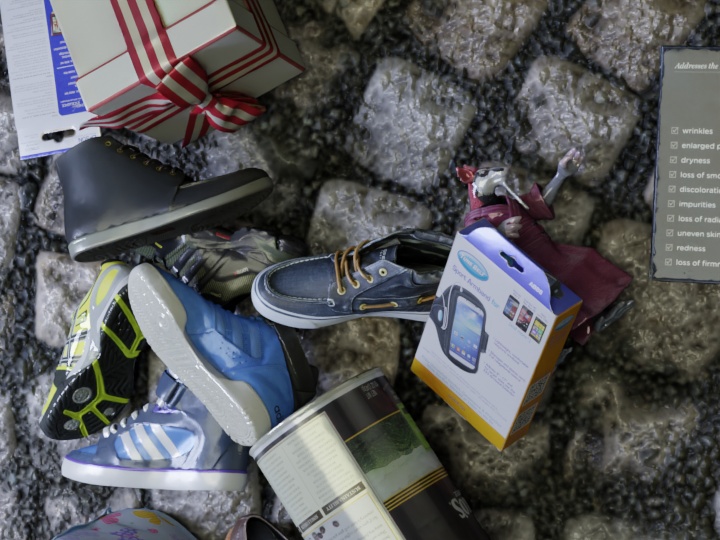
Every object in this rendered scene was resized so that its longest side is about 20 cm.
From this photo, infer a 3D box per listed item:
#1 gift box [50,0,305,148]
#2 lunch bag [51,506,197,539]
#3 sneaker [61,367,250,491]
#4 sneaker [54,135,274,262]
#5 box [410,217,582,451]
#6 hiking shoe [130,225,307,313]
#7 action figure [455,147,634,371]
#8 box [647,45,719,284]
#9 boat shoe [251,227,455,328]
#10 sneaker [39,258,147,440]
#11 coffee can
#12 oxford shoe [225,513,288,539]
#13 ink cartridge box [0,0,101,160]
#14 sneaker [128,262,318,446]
[{"bbox_3d":[-0.180,-0.218,1.500,0.200,0.184,0.187,-29,73,20],"label":"gift box"},{"bbox_3d":[-0.207,0.320,1.519,0.200,0.170,0.127,45,105,9],"label":"lunch bag"},{"bbox_3d":[-0.194,0.138,1.564,0.199,0.081,0.147,1,83,21],"label":"sneaker"},{"bbox_3d":[-0.186,-0.086,1.483,0.199,0.075,0.107,-16,80,2],"label":"sneaker"},{"bbox_3d":[0.117,0.049,1.390,0.119,0.041,0.200,42,137,25],"label":"box"},{"bbox_3d":[-0.154,0.001,1.544,0.199,0.076,0.101,9,91,17],"label":"hiking shoe"},{"bbox_3d":[0.151,-0.017,1.450,0.200,0.134,0.149,52,141,18],"label":"action figure"},{"bbox_3d":[0.353,-0.086,1.352,0.199,0.124,0.197,4,94,18],"label":"box"},{"bbox_3d":[0.000,0.000,1.456,0.200,0.091,0.071,-1,60,-3],"label":"boat shoe"},{"bbox_3d":[-0.261,0.081,1.594,0.200,0.075,0.076,-58,42,15],"label":"sneaker"},{"bbox_3d":[0.011,0.210,1.457,0.146,0.146,0.200,-36,81,15],"label":"coffee can"},{"bbox_3d":[-0.059,0.316,1.509,0.071,0.073,0.200,-36,78,-24],"label":"oxford shoe"},{"bbox_3d":[-0.307,-0.215,1.611,0.094,0.037,0.201,-8,86,17],"label":"ink cartridge box"},{"bbox_3d":[-0.122,0.059,1.498,0.200,0.111,0.077,48,145,13],"label":"sneaker"}]
